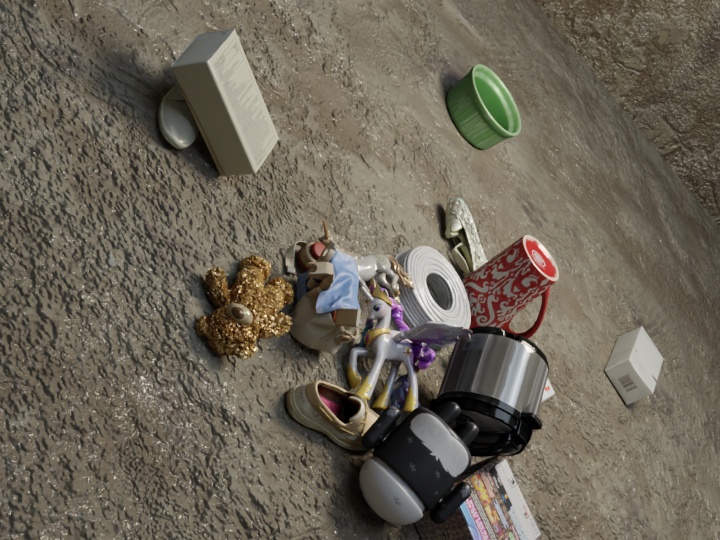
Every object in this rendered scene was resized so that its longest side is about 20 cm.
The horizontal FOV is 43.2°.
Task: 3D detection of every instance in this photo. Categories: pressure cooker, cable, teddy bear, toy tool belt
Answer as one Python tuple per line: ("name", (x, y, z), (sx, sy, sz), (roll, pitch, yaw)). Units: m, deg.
("pressure cooker", (0.213, 0.219, 1.529), (0.177, 0.176, 0.202), (24, 59, -1))
("cable", (0.131, 0.049, 1.725), (0.199, 0.069, 0.202), (-17, 79, -56))
("teddy bear", (-0.161, 0.046, 1.341), (0.146, 0.066, 0.199), (59, 33, 3))
("toy tool belt", (-0.044, 0.022, 1.452), (0.124, 0.123, 0.203), (18, 51, -34))

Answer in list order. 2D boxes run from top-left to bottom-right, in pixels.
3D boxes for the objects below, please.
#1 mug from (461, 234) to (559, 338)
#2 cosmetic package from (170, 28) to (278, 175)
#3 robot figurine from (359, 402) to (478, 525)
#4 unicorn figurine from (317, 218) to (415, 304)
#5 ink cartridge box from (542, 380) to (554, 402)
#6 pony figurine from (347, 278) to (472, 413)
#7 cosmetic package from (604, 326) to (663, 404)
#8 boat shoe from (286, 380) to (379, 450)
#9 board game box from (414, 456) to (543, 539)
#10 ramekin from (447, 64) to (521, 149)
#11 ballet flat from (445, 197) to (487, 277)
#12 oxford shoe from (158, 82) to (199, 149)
("mug", (0.302, 0.038, 1.825), (0.176, 0.200, 0.135), (25, 37, -35))
("cosmetic package", (-0.208, -0.260, 1.425), (0.104, 0.072, 0.202), (-63, 142, -44))
("robot figurine", (0.089, 0.292, 1.386), (0.150, 0.200, 0.125), (34, -19, 39))
("unicorn figurine", (0.000, 0.000, 1.591), (0.199, 0.074, 0.139), (8, 51, -51))
("ink cartridge box", (0.319, 0.189, 1.890), (0.161, 0.050, 0.203), (-10, 77, -56))
("pony figurine", (0.066, 0.131, 1.514), (0.191, 0.166, 0.203), (19, 71, -28))
("cosmetic package", (0.704, 0.241, 2.334), (0.114, 0.081, 0.200), (54, 35, -5))
("boat shoe", (-0.022, 0.221, 1.392), (0.199, 0.069, 0.075), (28, 45, -39))
("board game box", (0.194, 0.418, 1.505), (0.199, 0.096, 0.161), (-12, 75, -55))
("ramekin", (0.304, -0.402, 2.271), (0.199, 0.097, 0.202), (32, 42, -35))
("ballet flat", (0.218, -0.064, 1.935), (0.071, 0.071, 0.203), (-3, 68, -53))
("oxford shoe", (-0.268, -0.271, 1.448), (0.075, 0.057, 0.202), (43, 38, -27))
